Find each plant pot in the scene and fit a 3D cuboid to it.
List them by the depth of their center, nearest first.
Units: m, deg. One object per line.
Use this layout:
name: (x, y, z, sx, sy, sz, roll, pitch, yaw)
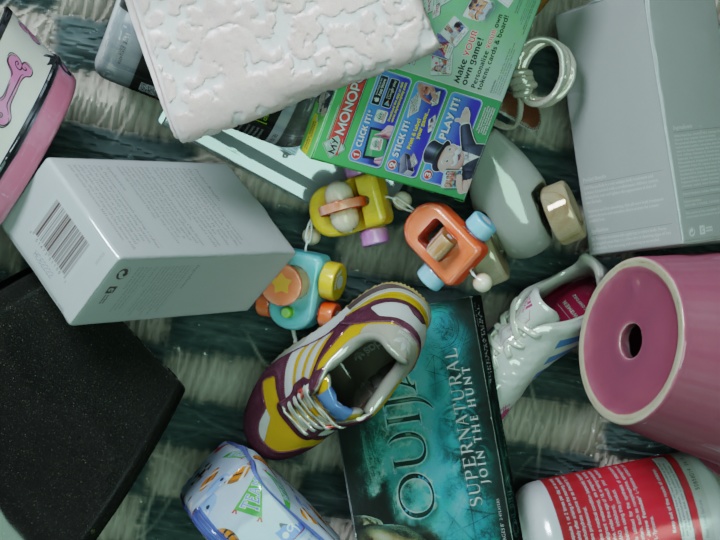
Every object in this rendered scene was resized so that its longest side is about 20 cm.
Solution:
plant pot: (-0.248, 0.098, 1.261, 0.177, 0.200, 0.200, -45, 101, -11)
plant pot: (0.277, 0.066, 1.293, 0.179, 0.200, 0.200, 9, 97, -29)

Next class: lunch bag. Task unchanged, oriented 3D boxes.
lunch bag: (-0.060, 0.212, 1.291, 0.076, 0.200, 0.160, -45, 101, -3)

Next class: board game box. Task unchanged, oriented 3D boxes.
board game box: (0.050, -0.162, 1.230, 0.134, 0.029, 0.200, 15, 105, -25)
board game box: (0.047, 0.129, 1.330, 0.135, 0.028, 0.200, -12, 85, 22)

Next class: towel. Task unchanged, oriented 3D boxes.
towel: (-0.068, -0.208, 1.169, 0.200, 0.032, 0.191, -19, 102, 7)

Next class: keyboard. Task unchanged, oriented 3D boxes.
keyboard: (-0.063, -0.096, 1.345, 0.200, 0.011, 0.056, 28, 88, -11)

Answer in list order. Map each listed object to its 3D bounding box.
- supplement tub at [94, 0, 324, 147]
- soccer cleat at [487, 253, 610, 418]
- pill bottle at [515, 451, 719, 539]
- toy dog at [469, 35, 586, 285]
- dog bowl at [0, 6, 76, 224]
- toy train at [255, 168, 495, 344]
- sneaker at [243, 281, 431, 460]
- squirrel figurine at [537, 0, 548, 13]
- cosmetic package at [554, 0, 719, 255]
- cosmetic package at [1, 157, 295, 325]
supplement tub: (-0.090, -0.170, 1.272, 0.200, 0.123, 0.123, 21, 95, -11)
soccer cleat: (0.122, 0.057, 1.347, 0.200, 0.086, 0.070, -39, 62, -6)
pill bottle: (0.193, 0.219, 1.372, 0.200, 0.112, 0.113, -10, 99, -6)
toy dog: (0.110, -0.089, 1.335, 0.132, 0.096, 0.200, -3, 95, 8)
dog bowl: (-0.281, -0.089, 1.223, 0.074, 0.200, 0.200, 32, 93, -19)
toy train: (0.000, 0.000, 1.301, 0.200, 0.056, 0.150, -43, 76, 19)
sneaker: (-0.029, 0.092, 1.280, 0.075, 0.090, 0.200, 38, 120, -10)
squirrel figurine: (0.061, -0.263, 1.285, 0.200, 0.142, 0.187, -25, 112, -6)
cosmetic package: (0.227, -0.116, 1.308, 0.090, 0.107, 0.200, -5, 90, -36)
cosmetic package: (-0.152, -0.023, 1.233, 0.071, 0.200, 0.101, -50, 65, 26)
